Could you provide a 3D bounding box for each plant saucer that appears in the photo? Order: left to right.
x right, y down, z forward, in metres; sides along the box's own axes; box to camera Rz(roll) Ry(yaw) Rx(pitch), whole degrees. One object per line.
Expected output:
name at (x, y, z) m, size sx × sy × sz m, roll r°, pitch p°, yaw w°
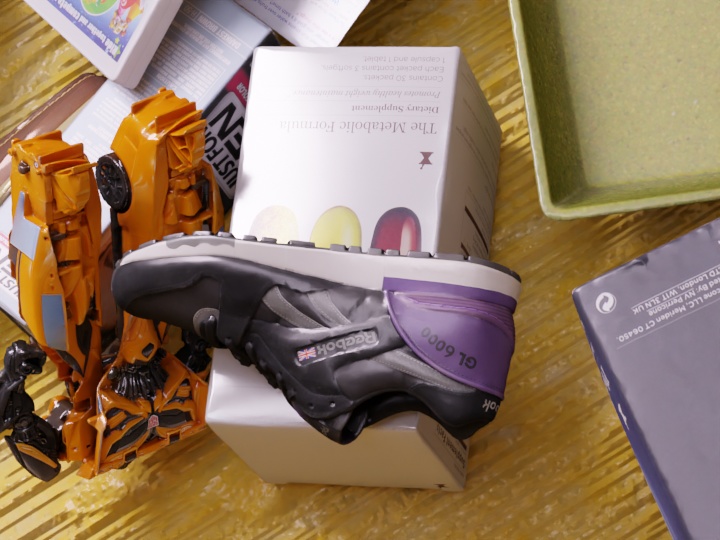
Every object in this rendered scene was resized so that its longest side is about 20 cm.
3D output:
plant saucer at (0.177, -0.123, 1.469) m, size 0.198 × 0.048 × 0.201 m, roll -8°, pitch 71°, yaw 0°

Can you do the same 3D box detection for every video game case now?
video game case at (-0.108, -0.212, 1.491) m, size 0.143 × 0.018 × 0.201 m, roll 41°, pitch 105°, yaw 46°

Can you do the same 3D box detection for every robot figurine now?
robot figurine at (-0.123, 0.017, 1.434) m, size 0.145 × 0.201 × 0.058 m, roll -23°, pitch 35°, yaw -35°

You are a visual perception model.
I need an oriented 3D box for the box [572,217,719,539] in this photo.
box at (0.200, 0.099, 1.313) m, size 0.123 × 0.200 × 0.199 m, roll -26°, pitch 65°, yaw 4°

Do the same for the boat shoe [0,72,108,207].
boat shoe at (-0.208, -0.037, 1.548) m, size 0.200 × 0.072 × 0.068 m, roll -46°, pitch 67°, yaw -2°

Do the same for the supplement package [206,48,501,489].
supplement package at (0.000, 0.000, 1.447) m, size 0.113 × 0.110 × 0.201 m, roll 1°, pitch 70°, yaw 16°

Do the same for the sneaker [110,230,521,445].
sneaker at (-0.028, 0.034, 1.335) m, size 0.199 × 0.076 × 0.088 m, roll 4°, pitch 77°, yaw 17°

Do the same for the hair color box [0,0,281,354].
hair color box at (-0.117, -0.047, 1.511) m, size 0.061 × 0.099 × 0.200 m, roll 37°, pitch 83°, yaw 24°

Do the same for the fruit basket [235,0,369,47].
fruit basket at (-0.025, -0.237, 1.519) m, size 0.185 × 0.094 × 0.201 m, roll 37°, pitch 98°, yaw 23°
